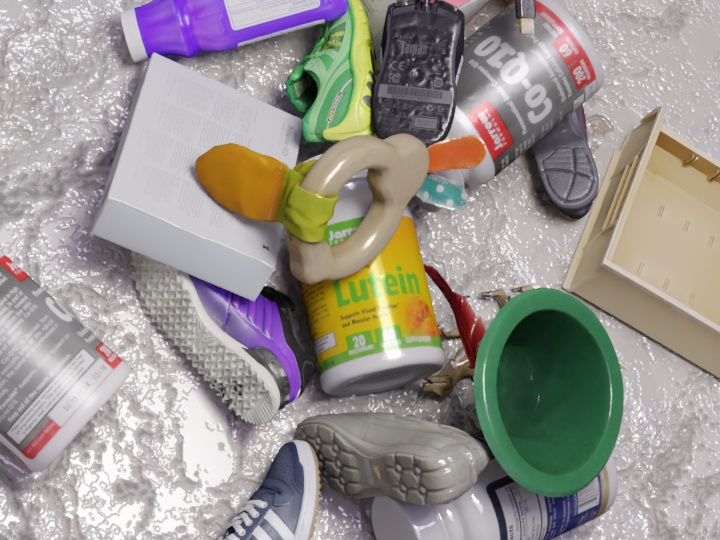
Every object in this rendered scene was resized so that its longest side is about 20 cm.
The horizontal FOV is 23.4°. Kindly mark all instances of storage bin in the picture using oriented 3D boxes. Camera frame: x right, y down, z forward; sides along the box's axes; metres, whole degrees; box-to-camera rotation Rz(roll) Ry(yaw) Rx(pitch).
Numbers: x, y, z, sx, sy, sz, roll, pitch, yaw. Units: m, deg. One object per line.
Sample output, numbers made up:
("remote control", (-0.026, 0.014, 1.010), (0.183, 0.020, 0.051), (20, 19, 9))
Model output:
("storage bin", (0.325, -0.026, 1.676), (0.199, 0.094, 0.199), (29, 64, -10))

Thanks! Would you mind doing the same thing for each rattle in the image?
("rattle", (-0.012, -0.080, 1.464), (0.200, 0.143, 0.131), (-37, 124, -32))

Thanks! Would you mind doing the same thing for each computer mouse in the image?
("computer mouse", (0.082, -0.194, 1.513), (0.140, 0.046, 0.201), (1, 80, 3))

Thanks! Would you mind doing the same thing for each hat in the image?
("hat", (0.112, 0.104, 1.499), (0.166, 0.176, 0.200), (47, 55, -21))

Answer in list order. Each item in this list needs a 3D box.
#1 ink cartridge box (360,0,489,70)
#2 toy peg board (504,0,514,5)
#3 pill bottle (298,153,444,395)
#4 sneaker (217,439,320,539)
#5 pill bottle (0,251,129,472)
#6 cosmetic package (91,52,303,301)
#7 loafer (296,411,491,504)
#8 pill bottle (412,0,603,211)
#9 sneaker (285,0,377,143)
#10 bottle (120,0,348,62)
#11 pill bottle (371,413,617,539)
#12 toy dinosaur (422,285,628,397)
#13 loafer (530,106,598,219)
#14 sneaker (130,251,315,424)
("ink cartridge box", (0.024, -0.303, 1.618), (0.083, 0.146, 0.200), (-31, 86, -29))
("toy peg board", (0.127, -0.369, 1.640), (0.098, 0.199, 0.200), (-40, 90, -3))
("pill bottle", (0.000, 0.000, 1.525), (0.111, 0.111, 0.201), (-7, 75, -24))
("sneaker", (-0.102, 0.226, 1.431), (0.108, 0.070, 0.201), (18, 70, -18))
("pill bottle", (-0.292, 0.055, 1.387), (0.200, 0.114, 0.114), (43, 62, -4))
("cosmetic package", (-0.135, -0.083, 1.493), (0.150, 0.052, 0.200), (22, 42, -12))
("loafer", (0.024, 0.152, 1.447), (0.070, 0.200, 0.070), (-23, 112, -38))
("pill bottle", (0.114, -0.152, 1.592), (0.200, 0.114, 0.114), (-40, 90, -11))
("sneaker", (-0.027, -0.185, 1.569), (0.083, 0.074, 0.200), (-9, 39, 4))
("bottle", (-0.113, -0.235, 1.553), (0.199, 0.084, 0.066), (-15, 116, 0))
("pill bottle", (0.114, 0.195, 1.505), (0.199, 0.111, 0.111), (-20, 80, -26))
("toy dinosaur", (0.140, 0.067, 1.601), (0.199, 0.058, 0.102), (-8, 90, -16))
("loafer", (0.187, -0.144, 1.689), (0.072, 0.063, 0.201), (-12, 70, 6))
("sneaker", (-0.112, 0.033, 1.499), (0.099, 0.070, 0.200), (-31, 81, -42))
